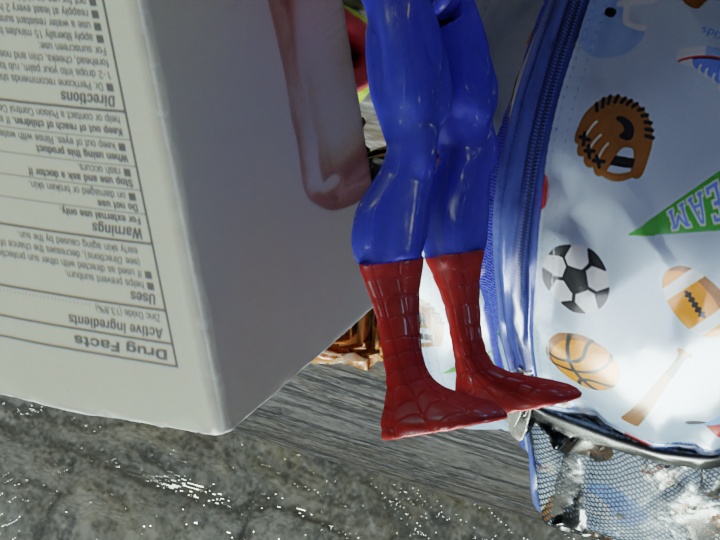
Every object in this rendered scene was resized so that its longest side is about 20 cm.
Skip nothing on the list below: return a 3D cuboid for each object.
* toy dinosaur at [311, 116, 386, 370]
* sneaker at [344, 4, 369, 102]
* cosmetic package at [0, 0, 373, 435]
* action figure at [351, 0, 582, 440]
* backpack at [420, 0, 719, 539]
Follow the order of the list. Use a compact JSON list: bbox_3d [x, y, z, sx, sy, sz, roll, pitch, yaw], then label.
[{"bbox_3d":[0.000,0.000,0.970,0.135,0.103,0.200,-11,-131,-32],"label":"toy dinosaur"},{"bbox_3d":[-0.079,-0.094,1.029,0.199,0.079,0.090,8,175,-25],"label":"sneaker"},{"bbox_3d":[-0.066,-0.071,0.717,0.103,0.201,0.087,9,-150,33],"label":"cosmetic package"},{"bbox_3d":[0.037,-0.068,0.677,0.098,0.201,0.065,-13,178,28],"label":"action figure"},{"bbox_3d":[0.090,-0.030,0.799,0.153,0.201,0.191,11,151,8],"label":"backpack"}]
